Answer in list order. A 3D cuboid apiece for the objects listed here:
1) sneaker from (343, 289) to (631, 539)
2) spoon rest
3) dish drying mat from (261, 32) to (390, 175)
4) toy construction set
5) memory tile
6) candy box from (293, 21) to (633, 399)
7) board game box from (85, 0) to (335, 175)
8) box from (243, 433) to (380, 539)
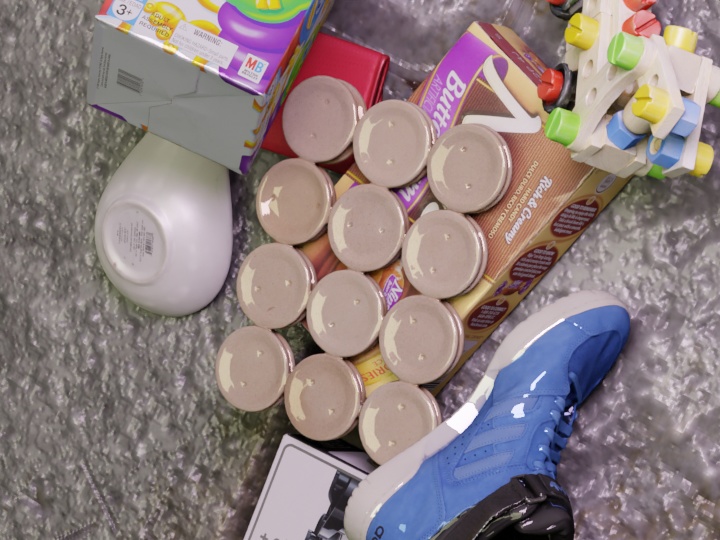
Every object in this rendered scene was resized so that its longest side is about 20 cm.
[{"bbox_3d":[0.096,0.105,1.534,0.200,0.077,0.111,-41,50,-13],"label":"sneaker"},{"bbox_3d":[-0.113,-0.067,1.702,0.099,0.061,0.200,22,118,28],"label":"spoon rest"},{"bbox_3d":[-0.075,-0.119,1.712,0.200,0.018,0.077,19,99,27],"label":"dish drying mat"},{"bbox_3d":[0.155,-0.132,1.516,0.131,0.092,0.200,-38,26,55],"label":"toy construction set"},{"bbox_3d":[0.000,0.000,1.602,0.153,0.017,0.200,18,97,28],"label":"memory tile"},{"bbox_3d":[0.050,-0.029,1.617,0.200,0.056,0.117,-49,67,19],"label":"candy box"},{"bbox_3d":[-0.063,-0.174,1.595,0.103,0.105,0.200,24,66,3],"label":"board game box"},{"bbox_3d":[0.028,0.184,1.612,0.200,0.060,0.117,26,99,28],"label":"box"}]
